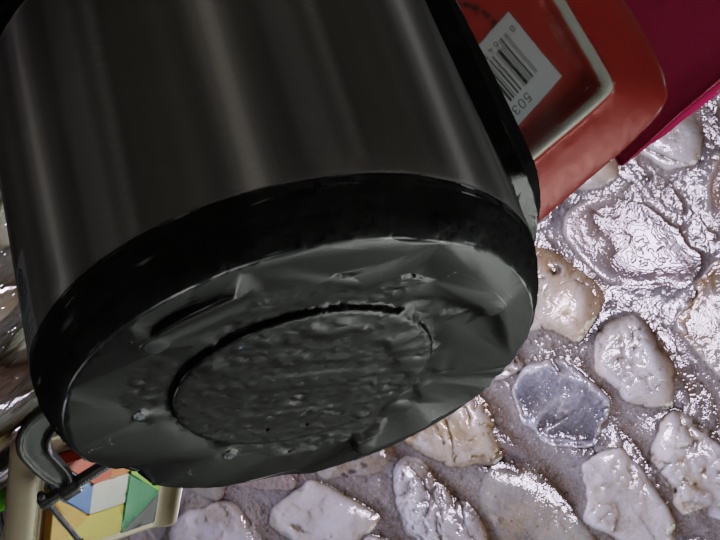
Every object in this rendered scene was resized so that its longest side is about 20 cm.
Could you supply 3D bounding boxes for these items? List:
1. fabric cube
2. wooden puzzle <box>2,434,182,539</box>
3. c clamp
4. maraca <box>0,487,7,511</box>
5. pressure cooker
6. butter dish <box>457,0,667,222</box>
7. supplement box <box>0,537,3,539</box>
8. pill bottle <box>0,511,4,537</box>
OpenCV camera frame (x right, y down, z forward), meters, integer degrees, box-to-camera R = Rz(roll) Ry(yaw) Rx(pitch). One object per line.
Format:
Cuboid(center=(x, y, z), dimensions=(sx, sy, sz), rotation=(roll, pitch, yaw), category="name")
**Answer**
Cuboid(center=(0.310, -0.260, 1.447), dimensions=(0.196, 0.200, 0.199), rotation=(-42, 175, 32), category="fabric cube")
Cuboid(center=(-0.275, 0.231, 1.464), dimensions=(0.200, 0.037, 0.185), rotation=(-10, 129, -33), category="wooden puzzle")
Cuboid(center=(-0.252, 0.170, 1.380), dimensions=(0.200, 0.171, 0.027), rotation=(-36, -140, 1), category="c clamp")
Cuboid(center=(-0.321, 0.225, 1.527), dimensions=(0.137, 0.107, 0.200), rotation=(-41, 162, 29), category="maraca")
Cuboid(center=(-0.043, -0.046, 0.490), dimensions=(0.176, 0.200, 0.178), rotation=(-36, 145, 27), category="pressure cooker")
Cuboid(center=(0.020, -0.110, 0.715), dimensions=(0.200, 0.200, 0.148), rotation=(-40, -160, -12), category="butter dish")
Cuboid(center=(-0.416, 0.343, 1.544), dimensions=(0.200, 0.074, 0.126), rotation=(-13, 169, -13), category="supplement box")
Cuboid(center=(-0.414, 0.330, 1.716), dimensions=(0.200, 0.113, 0.112), rotation=(-43, 176, 34), category="pill bottle")
